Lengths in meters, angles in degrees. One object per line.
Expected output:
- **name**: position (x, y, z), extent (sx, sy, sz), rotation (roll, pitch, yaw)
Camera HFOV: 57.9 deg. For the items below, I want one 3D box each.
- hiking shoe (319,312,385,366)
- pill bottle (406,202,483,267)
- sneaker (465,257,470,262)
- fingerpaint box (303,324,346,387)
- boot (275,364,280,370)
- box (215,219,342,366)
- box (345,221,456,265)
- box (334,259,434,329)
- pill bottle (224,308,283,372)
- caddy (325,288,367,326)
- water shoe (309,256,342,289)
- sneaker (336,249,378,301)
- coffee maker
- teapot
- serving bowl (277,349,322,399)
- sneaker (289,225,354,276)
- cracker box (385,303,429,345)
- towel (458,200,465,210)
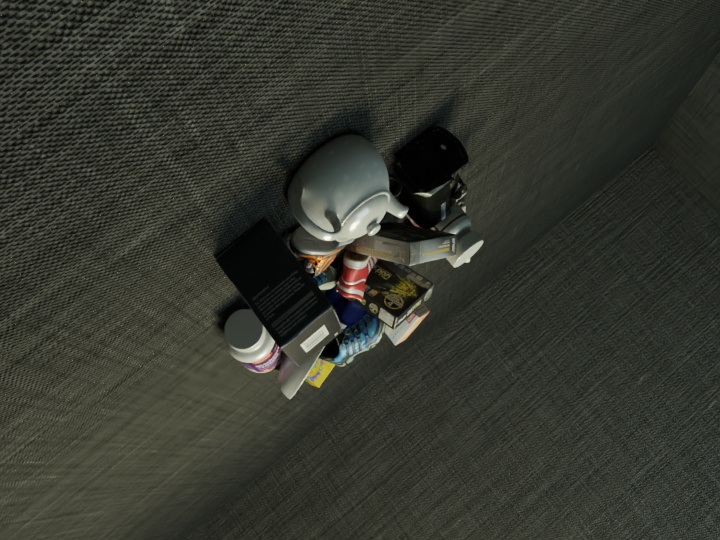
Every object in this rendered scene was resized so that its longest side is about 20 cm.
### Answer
- **hiking shoe**: position (-0.017, 0.164, 1.557), extent (0.086, 0.075, 0.200), rotation (11, 130, -49)
- **pill bottle**: position (0.187, -0.113, 1.502), extent (0.109, 0.201, 0.110), rotation (-35, 164, -12)
- **sneaker**: position (0.191, -0.096, 1.598), extent (0.097, 0.204, 0.071), rotation (-26, 171, -3)
- **fingerpaint box**: position (-0.096, 0.201, 1.723), extent (0.202, 0.073, 0.166), rotation (-54, -168, -15)
- **boot**: position (-0.173, 0.197, 1.724), extent (0.096, 0.075, 0.199), rotation (-35, 177, -44)
- **box**: position (-0.140, 0.048, 1.173), extent (0.117, 0.201, 0.197), rotation (-37, 164, -8)
- **box**: position (0.087, -0.061, 1.412), extent (0.156, 0.197, 0.050), rotation (-13, 109, -43)
- **box**: position (0.053, 0.036, 1.557), extent (0.160, 0.198, 0.050), rotation (-33, 147, -41)
- **pill bottle**: position (-0.229, 0.148, 1.397), extent (0.111, 0.112, 0.201), rotation (-37, 164, -9)
- **caddy**: position (0.002, 0.060, 1.649), extent (0.198, 0.142, 0.106), rotation (-26, 157, -38)
- **water shoe**: position (-0.110, 0.004, 1.409), extent (0.199, 0.070, 0.081), rotation (-21, 135, -60)
- **sneaker**: position (0.000, 0.000, 1.505), extent (0.200, 0.070, 0.115), rotation (-33, 140, -64)
- **coffee maker**: position (0.126, -0.181, 1.366), extent (0.187, 0.138, 0.200), rotation (-15, 162, 1)
- **teapot**: position (-0.021, -0.119, 1.106), extent (0.198, 0.147, 0.198), rotation (-36, 164, -8)
- **serving bowl**: position (-0.136, 0.193, 1.505), extent (0.203, 0.065, 0.200), rotation (-59, -177, 4)
- **sneaker**: position (-0.090, -0.033, 1.299), extent (0.112, 0.078, 0.198), rotation (-50, 162, 28)
- **cracker box**: position (0.082, 0.082, 1.781), extent (0.057, 0.201, 0.135), rotation (-21, 157, -45)
- **towel**: position (0.223, -0.117, 1.887), extent (0.198, 0.035, 0.133), rotation (-38, 163, -7)
